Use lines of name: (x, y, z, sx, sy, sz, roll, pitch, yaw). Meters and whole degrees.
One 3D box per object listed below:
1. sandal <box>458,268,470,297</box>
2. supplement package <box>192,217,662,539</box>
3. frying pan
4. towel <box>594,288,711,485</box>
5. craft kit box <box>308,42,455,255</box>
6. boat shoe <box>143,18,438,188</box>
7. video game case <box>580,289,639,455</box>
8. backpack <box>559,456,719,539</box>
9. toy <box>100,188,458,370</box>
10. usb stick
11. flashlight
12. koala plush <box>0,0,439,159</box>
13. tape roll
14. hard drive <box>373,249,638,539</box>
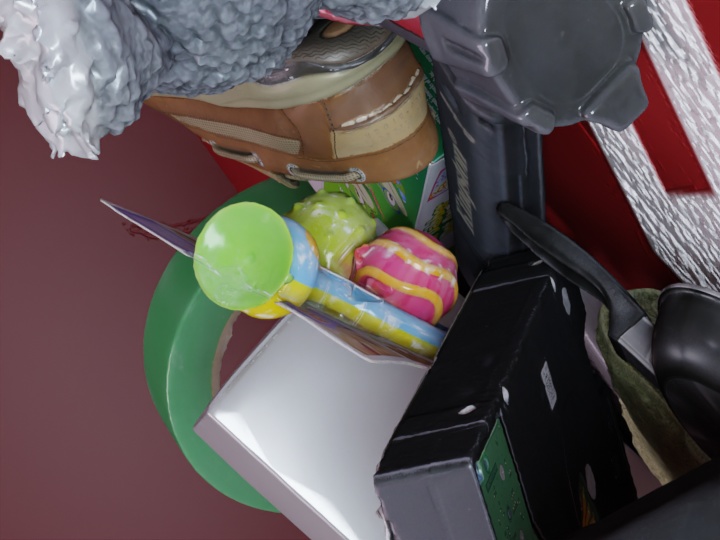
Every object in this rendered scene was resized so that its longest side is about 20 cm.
sandal: (0.089, 0.065, 1.061, 0.076, 0.043, 0.201, 55, -166, -53)
supplement package: (0.035, 0.091, 0.910, 0.200, 0.117, 0.117, 42, 170, -1)
frying pan: (0.106, 0.026, 0.644, 0.190, 0.031, 0.115, 40, 168, 17)
towel: (0.162, 0.102, 0.750, 0.200, 0.036, 0.149, 51, 175, 29)
craft kit box: (-0.019, -0.100, 0.909, 0.200, 0.048, 0.198, 53, 171, 13)
boat shoe: (-0.033, -0.066, 0.785, 0.074, 0.076, 0.200, 59, 164, -20)
video game case: (0.122, 0.061, 0.948, 0.200, 0.023, 0.182, 54, 175, -14)
backpack: (0.138, 0.135, 0.497, 0.201, 0.146, 0.183, 63, -179, 8)
toy: (0.000, 0.000, 0.743, 0.115, 0.047, 0.200, 29, -173, 22)
usb stick: (0.050, -0.037, 0.760, 0.200, 0.032, 0.056, 77, 171, -66)
flashlight: (0.015, -0.096, 0.615, 0.200, 0.067, 0.068, -140, 47, -63)
koala plush: (-0.071, -0.127, 0.484, 0.184, 0.177, 0.201, -37, 81, 44)
tape roll: (-0.024, 0.042, 1.156, 0.201, 0.200, 0.048, 57, 174, -35)
hard drive: (0.058, 0.088, 0.685, 0.200, 0.038, 0.140, -57, -48, -66)
